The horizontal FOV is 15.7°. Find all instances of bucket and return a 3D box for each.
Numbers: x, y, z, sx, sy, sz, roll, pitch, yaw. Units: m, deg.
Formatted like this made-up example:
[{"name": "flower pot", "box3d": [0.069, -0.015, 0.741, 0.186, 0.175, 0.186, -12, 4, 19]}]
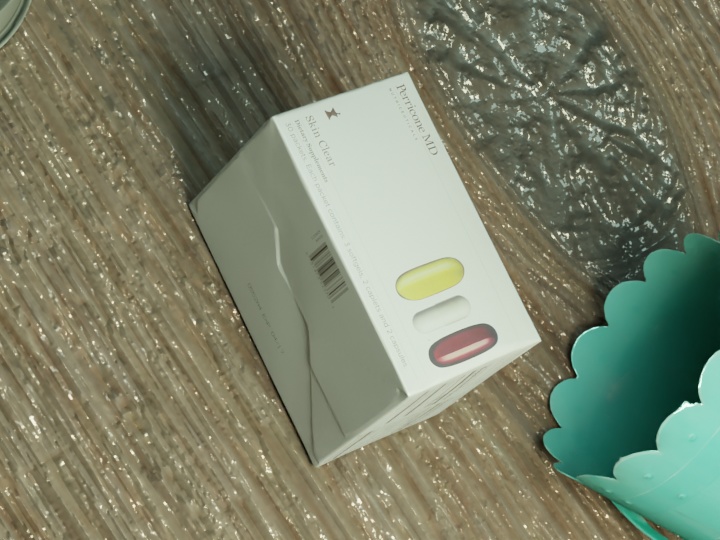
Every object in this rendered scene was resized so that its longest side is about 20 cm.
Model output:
[{"name": "bucket", "box3d": [0.237, 0.090, 1.764, 0.135, 0.207, 0.207, 33, 60, -18]}]

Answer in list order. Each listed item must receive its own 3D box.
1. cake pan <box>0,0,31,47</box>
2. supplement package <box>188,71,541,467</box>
[{"name": "cake pan", "box3d": [-0.305, -0.224, 1.719, 0.200, 0.037, 0.200, 9, 67, -22]}, {"name": "supplement package", "box3d": [0.000, 0.000, 1.707, 0.111, 0.156, 0.200, -21, 80, -31]}]
